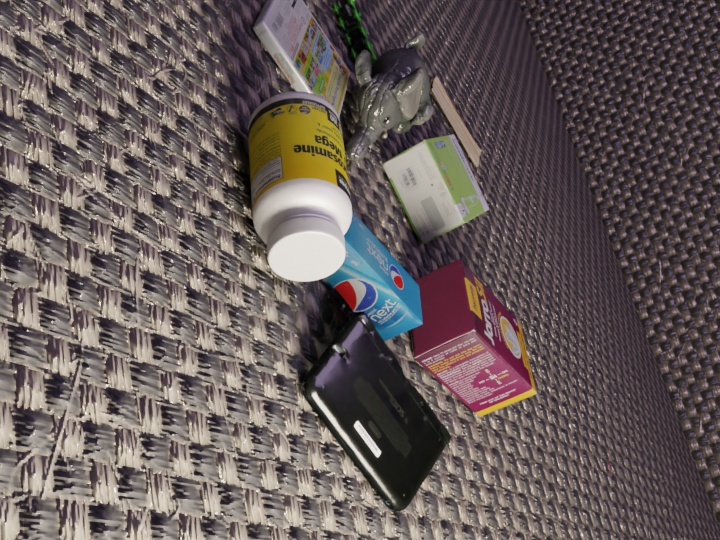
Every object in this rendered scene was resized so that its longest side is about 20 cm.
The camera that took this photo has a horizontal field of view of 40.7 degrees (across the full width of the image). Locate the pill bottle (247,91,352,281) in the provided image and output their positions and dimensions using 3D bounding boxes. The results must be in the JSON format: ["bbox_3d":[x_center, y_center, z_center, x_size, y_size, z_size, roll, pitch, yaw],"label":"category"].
[{"bbox_3d":[-0.067,-0.093,1.086,0.112,0.111,0.202,40,33,-45],"label":"pill bottle"}]

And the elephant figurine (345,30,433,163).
[{"bbox_3d":[0.041,-0.265,1.469,0.157,0.140,0.200,68,18,-4],"label":"elephant figurine"}]

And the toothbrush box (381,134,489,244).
[{"bbox_3d":[0.129,-0.138,1.607,0.147,0.085,0.200,64,23,-1],"label":"toothbrush box"}]

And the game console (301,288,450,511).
[{"bbox_3d":[0.005,0.146,1.122,0.201,0.116,0.176,54,54,-22],"label":"game console"}]

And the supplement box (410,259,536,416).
[{"bbox_3d":[0.158,0.100,1.399,0.200,0.102,0.132,42,32,-42],"label":"supplement box"}]

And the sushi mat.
[{"bbox_3d":[0.201,-0.317,2.051,0.201,0.012,0.096,56,24,-20],"label":"sushi mat"}]

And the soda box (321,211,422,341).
[{"bbox_3d":[0.000,0.000,1.203,0.200,0.064,0.068,46,29,-38],"label":"soda box"}]

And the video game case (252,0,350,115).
[{"bbox_3d":[-0.081,-0.318,1.414,0.183,0.023,0.201,53,24,-25],"label":"video game case"}]

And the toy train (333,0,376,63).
[{"bbox_3d":[0.004,-0.374,1.641,0.203,0.041,0.056,70,13,14],"label":"toy train"}]
